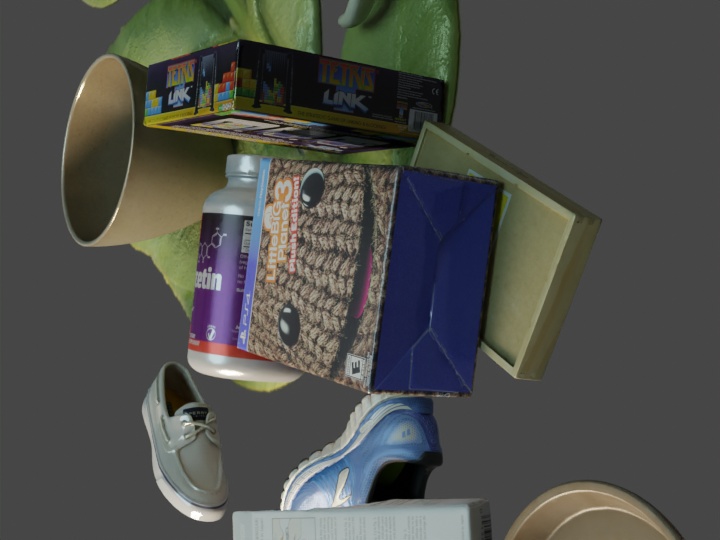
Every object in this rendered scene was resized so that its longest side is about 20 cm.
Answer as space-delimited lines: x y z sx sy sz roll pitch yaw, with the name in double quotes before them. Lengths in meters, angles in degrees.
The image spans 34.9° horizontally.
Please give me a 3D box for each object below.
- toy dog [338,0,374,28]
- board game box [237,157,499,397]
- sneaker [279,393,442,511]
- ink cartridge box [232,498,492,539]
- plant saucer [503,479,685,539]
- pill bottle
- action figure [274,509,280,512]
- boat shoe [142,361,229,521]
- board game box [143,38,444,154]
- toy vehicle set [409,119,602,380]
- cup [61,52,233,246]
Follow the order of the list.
"toy dog" -0.042 -0.334 1.048 0.199 0.139 0.196 31 146 51
"board game box" 0.000 0.000 0.890 0.199 0.096 0.162 9 93 56
"sneaker" 0.000 0.181 0.926 0.201 0.078 0.090 -55 41 35
"ink cartridge box" 0.003 0.256 0.855 0.197 0.057 0.165 -7 80 28
"plant saucer" 0.155 0.236 0.732 0.199 0.029 0.203 -13 74 53
"pill bottle" -0.097 -0.002 1.067 0.112 0.111 0.203 3 87 55
"action figure" -0.086 0.332 1.045 0.193 0.104 0.202 -34 28 41
"boat shoe" -0.179 0.172 1.201 0.070 0.070 0.201 -67 31 27
"board game box" -0.056 -0.139 0.952 0.164 0.198 0.058 5 90 55
"toy vehicle set" 0.090 -0.022 0.871 0.200 0.026 0.126 42 119 50
"cup" -0.222 -0.121 1.241 0.199 0.142 0.204 -12 76 54
